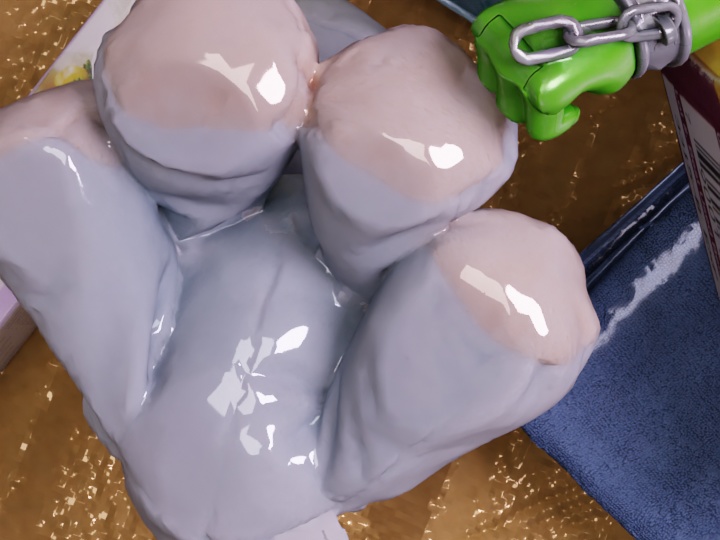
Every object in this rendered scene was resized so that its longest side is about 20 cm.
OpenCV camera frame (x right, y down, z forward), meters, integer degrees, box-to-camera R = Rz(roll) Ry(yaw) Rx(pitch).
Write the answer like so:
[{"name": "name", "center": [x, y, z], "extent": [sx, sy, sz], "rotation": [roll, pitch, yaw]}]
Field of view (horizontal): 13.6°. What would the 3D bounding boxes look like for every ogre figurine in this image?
[{"name": "ogre figurine", "center": [0.068, -0.125, 0.758], "extent": [0.119, 0.200, 0.098], "rotation": [-11, 122, -6]}]

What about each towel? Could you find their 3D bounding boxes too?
[{"name": "towel", "center": [0.140, -0.002, 0.843], "extent": [0.200, 0.049, 0.112], "rotation": [-43, 102, 5]}]

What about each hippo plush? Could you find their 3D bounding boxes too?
[{"name": "hippo plush", "center": [0.000, 0.000, 0.811], "extent": [0.159, 0.161, 0.201], "rotation": [-13, 104, 22]}]

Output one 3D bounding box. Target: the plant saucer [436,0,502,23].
[{"name": "plant saucer", "center": [-0.026, -0.148, 0.863], "extent": [0.200, 0.019, 0.070], "rotation": [31, 94, -13]}]

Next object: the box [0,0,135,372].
[{"name": "box", "center": [-0.112, 0.001, 0.898], "extent": [0.039, 0.041, 0.200], "rotation": [40, 96, 10]}]

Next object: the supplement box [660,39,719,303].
[{"name": "supplement box", "center": [0.188, -0.028, 0.762], "extent": [0.199, 0.103, 0.131], "rotation": [-16, 106, -2]}]
